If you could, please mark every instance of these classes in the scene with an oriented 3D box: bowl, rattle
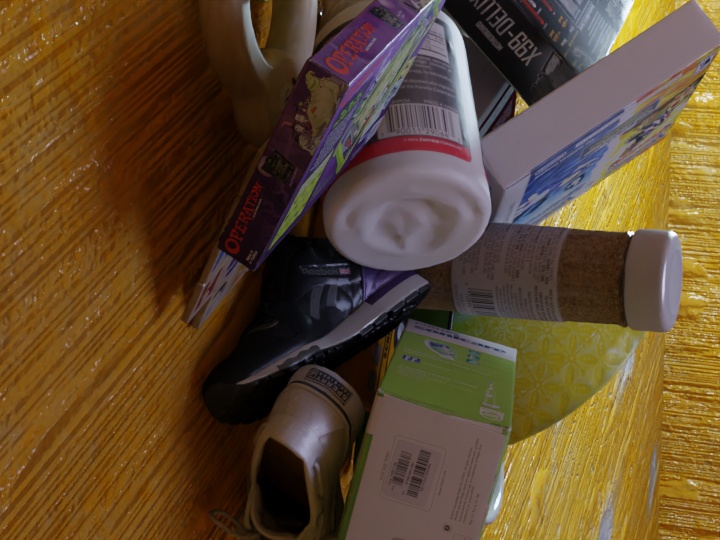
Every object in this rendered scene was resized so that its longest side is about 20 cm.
[{"bbox_3d":[0.125,0.036,1.225,0.108,0.199,0.201,52,35,-16],"label":"bowl"},{"bbox_3d":[-0.017,-0.129,0.910,0.130,0.141,0.202,-76,161,-70],"label":"rattle"}]

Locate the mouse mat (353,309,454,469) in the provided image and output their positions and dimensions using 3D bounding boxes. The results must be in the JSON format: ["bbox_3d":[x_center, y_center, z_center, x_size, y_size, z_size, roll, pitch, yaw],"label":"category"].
[{"bbox_3d":[0.036,0.064,1.180,0.161,0.007,0.202,168,-67,-68],"label":"mouse mat"}]

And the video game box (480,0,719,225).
[{"bbox_3d":[0.160,-0.095,1.126,0.199,0.047,0.182,-34,170,-11],"label":"video game box"}]

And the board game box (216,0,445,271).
[{"bbox_3d":[-0.008,-0.091,0.824,0.120,0.032,0.200,-56,179,31],"label":"board game box"}]

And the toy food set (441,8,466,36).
[{"bbox_3d":[0.068,-0.263,1.281,0.201,0.060,0.145,-65,142,-50],"label":"toy food set"}]

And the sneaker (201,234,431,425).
[{"bbox_3d":[-0.046,0.028,0.994,0.199,0.088,0.076,-30,166,-46],"label":"sneaker"}]

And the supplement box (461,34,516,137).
[{"bbox_3d":[0.075,-0.080,1.241,0.109,0.060,0.201,-54,158,-32],"label":"supplement box"}]

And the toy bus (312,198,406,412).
[{"bbox_3d":[0.000,0.000,1.112,0.078,0.064,0.202,42,55,-65],"label":"toy bus"}]

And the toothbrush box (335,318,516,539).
[{"bbox_3d":[0.041,0.129,0.974,0.200,0.085,0.147,-53,158,-77],"label":"toothbrush box"}]

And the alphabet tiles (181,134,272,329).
[{"bbox_3d":[-0.043,-0.058,0.880,0.167,0.006,0.201,-54,175,-50],"label":"alphabet tiles"}]

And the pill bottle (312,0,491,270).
[{"bbox_3d":[0.022,-0.110,1.019,0.111,0.109,0.202,69,13,-55],"label":"pill bottle"}]

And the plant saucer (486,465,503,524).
[{"bbox_3d":[0.072,0.129,1.346,0.200,0.050,0.202,-16,90,-71],"label":"plant saucer"}]

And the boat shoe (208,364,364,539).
[{"bbox_3d":[-0.050,0.149,0.952,0.086,0.074,0.203,-49,167,-36],"label":"boat shoe"}]

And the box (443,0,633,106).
[{"bbox_3d":[0.134,-0.225,1.202,0.158,0.050,0.200,47,34,-10],"label":"box"}]

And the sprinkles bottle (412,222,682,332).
[{"bbox_3d":[0.120,0.001,1.056,0.068,0.198,0.069,4,90,-68],"label":"sprinkles bottle"}]
